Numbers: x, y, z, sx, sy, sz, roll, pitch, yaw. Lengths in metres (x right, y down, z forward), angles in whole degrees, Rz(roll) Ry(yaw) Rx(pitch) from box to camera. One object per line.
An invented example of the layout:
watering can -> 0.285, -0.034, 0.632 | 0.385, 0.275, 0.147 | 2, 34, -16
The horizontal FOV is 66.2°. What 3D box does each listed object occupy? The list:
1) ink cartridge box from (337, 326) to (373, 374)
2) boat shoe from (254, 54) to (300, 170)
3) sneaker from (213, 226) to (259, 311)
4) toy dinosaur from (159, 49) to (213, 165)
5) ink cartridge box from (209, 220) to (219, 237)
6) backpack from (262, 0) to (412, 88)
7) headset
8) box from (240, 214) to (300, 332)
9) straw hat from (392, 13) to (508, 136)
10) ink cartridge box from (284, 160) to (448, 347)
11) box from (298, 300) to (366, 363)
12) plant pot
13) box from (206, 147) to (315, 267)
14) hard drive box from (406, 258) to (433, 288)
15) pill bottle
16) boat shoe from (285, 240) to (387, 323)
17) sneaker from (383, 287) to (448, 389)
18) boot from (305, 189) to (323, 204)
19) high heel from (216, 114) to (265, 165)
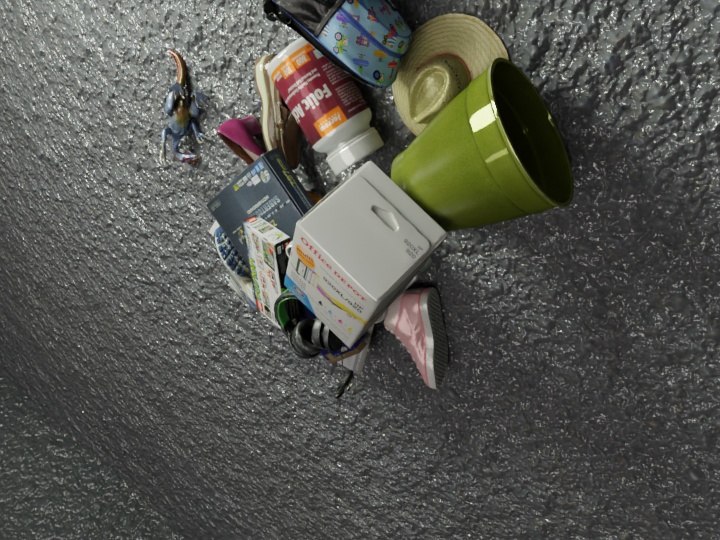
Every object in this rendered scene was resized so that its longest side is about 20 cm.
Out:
ink cartridge box -> -0.037, 0.086, 1.131 | 0.174, 0.084, 0.202 | 28, 131, 17
boat shoe -> -0.132, -0.275, 0.979 | 0.074, 0.075, 0.205 | 4, 120, 28
sneaker -> -0.247, 0.005, 1.126 | 0.085, 0.077, 0.202 | -17, 107, 46
toy dinosaur -> -0.365, -0.312, 1.156 | 0.181, 0.104, 0.203 | -36, 56, 57
ink cartridge box -> -0.205, -0.062, 1.162 | 0.200, 0.084, 0.145 | 49, 135, 0
backpack -> -0.008, -0.355, 0.763 | 0.199, 0.183, 0.135 | 39, 118, -8
headset -> -0.077, 0.122, 0.952 | 0.123, 0.094, 0.201 | -21, 113, 43
box -> -0.161, 0.010, 1.009 | 0.110, 0.035, 0.202 | 33, 139, 38
straw hat -> 0.109, -0.259, 0.795 | 0.199, 0.085, 0.203 | 19, 128, 26
ink cartridge box -> -0.003, -0.015, 0.771 | 0.147, 0.145, 0.200 | 43, 155, 8
box -> -0.089, 0.092, 1.068 | 0.200, 0.032, 0.121 | 48, 145, -7
plant pot -> 0.150, -0.141, 0.746 | 0.192, 0.200, 0.202 | -25, 102, 38
box -> -0.180, -0.108, 1.029 | 0.199, 0.051, 0.159 | -27, 101, 40
hard drive box -> 0.000, 0.000, 0.958 | 0.156, 0.077, 0.200 | 48, 126, 3
pill bottle -> -0.053, -0.265, 0.893 | 0.114, 0.114, 0.201 | -24, 101, 44
boat shoe -> -0.045, 0.022, 0.903 | 0.199, 0.069, 0.071 | 40, 123, 8
sneaker -> 0.104, 0.126, 1.054 | 0.103, 0.075, 0.203 | 1, 110, 32
boot -> -0.017, -0.124, 1.000 | 0.201, 0.071, 0.144 | 40, 128, 5
high heel -> -0.198, -0.196, 1.061 | 0.067, 0.096, 0.202 | -8, 113, 39
